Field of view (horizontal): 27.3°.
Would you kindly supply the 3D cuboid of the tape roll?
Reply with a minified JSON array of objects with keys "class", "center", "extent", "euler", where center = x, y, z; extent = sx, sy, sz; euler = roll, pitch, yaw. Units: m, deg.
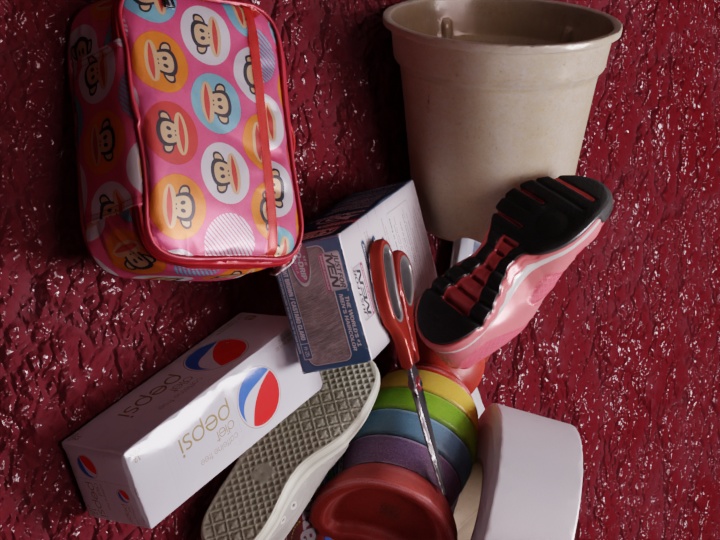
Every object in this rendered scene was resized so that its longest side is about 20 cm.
[{"class":"tape roll","center":[0.115,0.214,1.210],"extent":[0.202,0.071,0.203],"euler":[-164,-90,-85]}]

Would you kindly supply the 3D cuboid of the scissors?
[{"class":"scissors","center":[0.035,0.075,1.118],"extent":[0.073,0.014,0.200],"euler":[1,80,-71]}]

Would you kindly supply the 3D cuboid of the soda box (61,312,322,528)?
[{"class":"soda box","center":[-0.117,0.104,1.080],"extent":[0.200,0.068,0.064],"euler":[-38,120,-43]}]

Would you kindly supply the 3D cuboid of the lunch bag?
[{"class":"lunch bag","center":[-0.111,-0.091,1.034],"extent":[0.176,0.082,0.200],"euler":[2,78,-47]}]

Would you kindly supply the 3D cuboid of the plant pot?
[{"class":"plant pot","center":[0.114,-0.126,1.269],"extent":[0.200,0.200,0.184],"euler":[-24,123,-47]}]

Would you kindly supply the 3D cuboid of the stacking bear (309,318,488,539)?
[{"class":"stacking bear","center":[0.049,0.127,1.231],"extent":[0.114,0.121,0.200],"euler":[104,6,-50]}]

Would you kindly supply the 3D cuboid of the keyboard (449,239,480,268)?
[{"class":"keyboard","center":[0.102,-0.017,1.373],"extent":[0.056,0.011,0.200],"euler":[28,66,-54]}]

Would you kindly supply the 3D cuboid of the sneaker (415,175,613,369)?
[{"class":"sneaker","center":[0.126,0.002,1.209],"extent":[0.200,0.074,0.087],"euler":[-42,148,-10]}]

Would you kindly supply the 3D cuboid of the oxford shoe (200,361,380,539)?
[{"class":"oxford shoe","center":[-0.053,0.147,1.156],"extent":[0.200,0.075,0.058],"euler":[-55,153,-21]}]

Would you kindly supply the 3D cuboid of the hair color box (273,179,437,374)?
[{"class":"hair color box","center":[0.000,0.000,1.161],"extent":[0.200,0.060,0.100],"euler":[-40,117,-67]}]

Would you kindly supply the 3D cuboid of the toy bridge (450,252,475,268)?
[{"class":"toy bridge","center":[0.152,-0.042,1.377],"extent":[0.027,0.067,0.200],"euler":[55,39,-4]}]

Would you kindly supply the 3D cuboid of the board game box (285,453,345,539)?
[{"class":"board game box","center":[-0.035,0.202,1.233],"extent":[0.103,0.019,0.200],"euler":[-11,102,-49]}]

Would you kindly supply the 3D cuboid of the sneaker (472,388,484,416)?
[{"class":"sneaker","center":[0.097,0.180,1.359],"extent":[0.088,0.075,0.200],"euler":[-21,109,-61]}]
